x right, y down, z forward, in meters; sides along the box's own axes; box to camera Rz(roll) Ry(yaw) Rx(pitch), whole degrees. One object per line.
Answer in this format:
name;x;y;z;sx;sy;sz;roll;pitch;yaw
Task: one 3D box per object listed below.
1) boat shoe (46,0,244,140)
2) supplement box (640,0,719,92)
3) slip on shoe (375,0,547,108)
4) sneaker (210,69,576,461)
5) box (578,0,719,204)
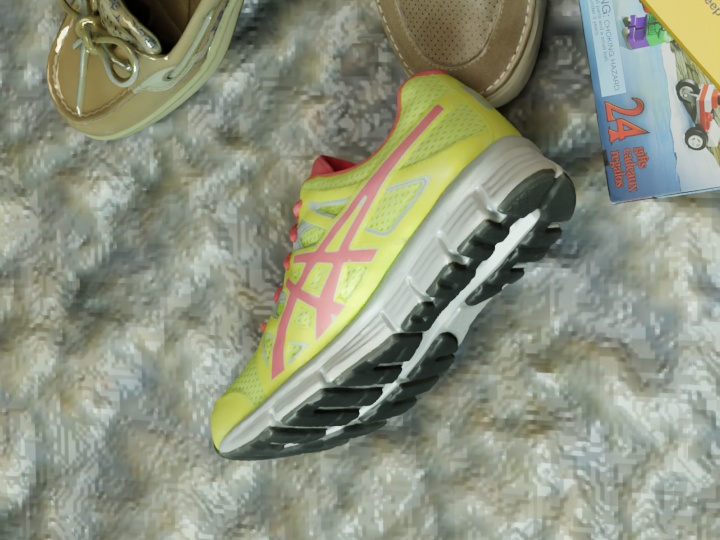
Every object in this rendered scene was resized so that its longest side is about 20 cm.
boat shoe;-0.081;-0.127;1.010;0.073;0.063;0.200;50;125;14
supplement box;0.218;-0.101;0.813;0.200;0.133;0.197;-42;84;10
slip on shoe;0.031;-0.163;0.968;0.076;0.061;0.201;2;95;25
sneaker;0.000;0.000;0.992;0.200;0.078;0.090;-47;65;26
box;0.148;-0.134;0.928;0.136;0.038;0.201;-9;91;26
